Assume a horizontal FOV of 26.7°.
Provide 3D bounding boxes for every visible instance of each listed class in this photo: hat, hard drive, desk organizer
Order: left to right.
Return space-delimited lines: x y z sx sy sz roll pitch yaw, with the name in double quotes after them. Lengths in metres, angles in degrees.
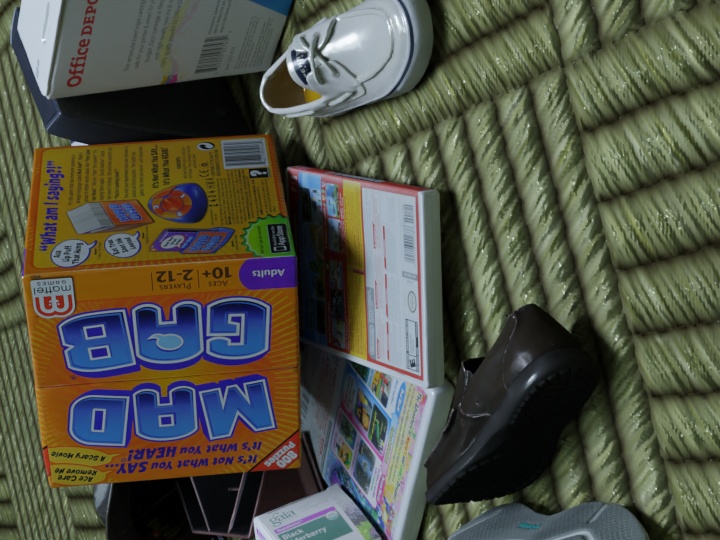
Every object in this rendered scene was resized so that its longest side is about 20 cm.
-0.198 -0.156 1.297 0.042 0.200 0.135 -48 56 33 "hard drive"
-0.211 0.205 1.483 0.081 0.201 0.201 15 117 32 "hat"
-0.104 0.196 1.370 0.200 0.077 0.072 -22 87 68 "desk organizer"

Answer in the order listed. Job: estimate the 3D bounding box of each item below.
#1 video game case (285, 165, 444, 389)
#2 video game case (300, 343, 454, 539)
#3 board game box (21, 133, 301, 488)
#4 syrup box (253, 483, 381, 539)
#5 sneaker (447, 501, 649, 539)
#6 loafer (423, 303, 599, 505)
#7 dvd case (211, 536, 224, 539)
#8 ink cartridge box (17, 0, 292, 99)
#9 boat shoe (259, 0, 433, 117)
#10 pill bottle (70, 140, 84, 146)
0.000 0.000 1.150 0.200 0.017 0.143 16 111 57 "video game case"
0.004 0.114 1.224 0.182 0.024 0.200 50 141 41 "video game case"
-0.157 0.028 1.220 0.200 0.199 0.200 -104 12 -57 "board game box"
-0.030 0.286 1.269 0.081 0.079 0.200 44 146 47 "syrup box"
0.133 0.198 0.983 0.080 0.070 0.200 63 156 -6 "sneaker"
0.095 0.091 1.006 0.200 0.073 0.071 -58 41 47 "loafer"
-0.155 0.369 1.632 0.149 0.016 0.200 56 146 38 "dvd case"
-0.160 -0.222 1.200 0.085 0.200 0.145 62 148 27 "ink cartridge box"
-0.018 -0.152 1.102 0.200 0.070 0.071 -14 89 63 "boat shoe"
-0.218 -0.157 1.422 0.120 0.120 0.200 -11 92 62 "pill bottle"
